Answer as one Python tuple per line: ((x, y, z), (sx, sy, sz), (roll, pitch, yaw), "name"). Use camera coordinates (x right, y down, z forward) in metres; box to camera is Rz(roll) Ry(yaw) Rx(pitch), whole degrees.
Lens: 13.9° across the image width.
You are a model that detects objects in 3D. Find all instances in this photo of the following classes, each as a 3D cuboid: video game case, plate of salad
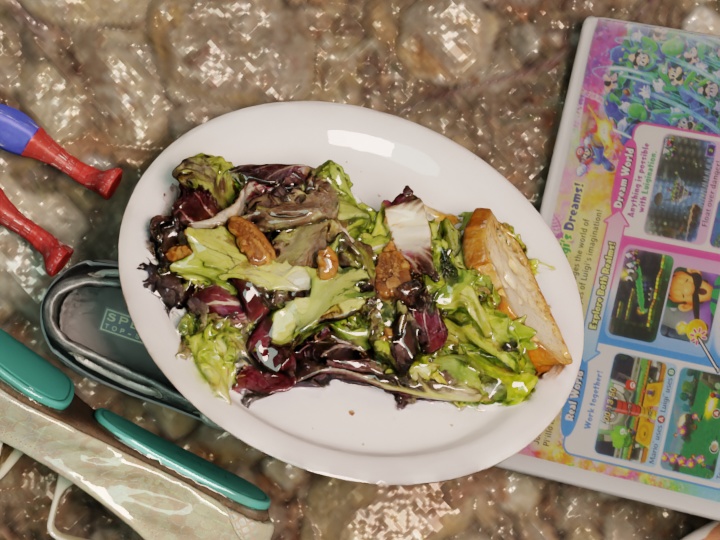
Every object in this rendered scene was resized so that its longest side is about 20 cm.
((0.156, 0.003, 1.247), (0.181, 0.024, 0.201), (12, 88, 28), "video game case")
((0.000, 0.000, 1.219), (0.199, 0.048, 0.201), (9, 50, -12), "plate of salad")

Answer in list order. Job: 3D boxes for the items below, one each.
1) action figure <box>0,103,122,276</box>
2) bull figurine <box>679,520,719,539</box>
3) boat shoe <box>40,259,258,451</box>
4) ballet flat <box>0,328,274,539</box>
((-0.197, -0.077, 1.256), (0.200, 0.052, 0.066), (34, 90, 0), "action figure")
((0.180, 0.141, 1.270), (0.200, 0.065, 0.122), (-39, 94, -2), "bull figurine")
((-0.039, 0.039, 1.253), (0.199, 0.068, 0.074), (21, 88, -3), "boat shoe")
((-0.130, 0.077, 1.250), (0.200, 0.067, 0.063), (32, 97, -3), "ballet flat")
